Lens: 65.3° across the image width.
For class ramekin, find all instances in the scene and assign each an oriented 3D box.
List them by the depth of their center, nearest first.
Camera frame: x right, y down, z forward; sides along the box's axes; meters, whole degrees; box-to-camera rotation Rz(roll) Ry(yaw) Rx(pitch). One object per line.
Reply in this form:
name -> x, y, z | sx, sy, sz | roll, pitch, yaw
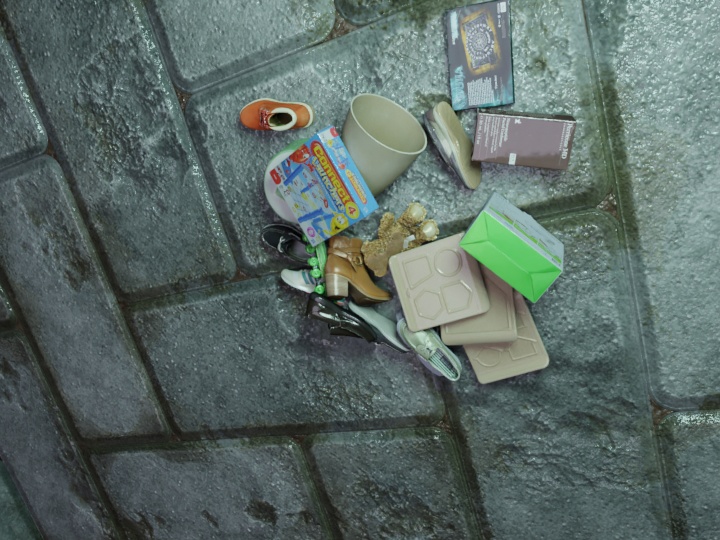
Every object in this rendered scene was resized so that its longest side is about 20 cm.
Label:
ramekin -> -0.139, -0.211, 1.365 | 0.196, 0.098, 0.204 | 8, 112, 19

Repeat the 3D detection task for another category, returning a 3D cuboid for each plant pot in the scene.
plant pot -> 0.020, -0.252, 1.257 | 0.186, 0.188, 0.201 | 39, 132, 3

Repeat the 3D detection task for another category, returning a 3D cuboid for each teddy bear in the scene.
teddy bear -> 0.095, -0.074, 1.353 | 0.143, 0.067, 0.202 | 32, 112, -4

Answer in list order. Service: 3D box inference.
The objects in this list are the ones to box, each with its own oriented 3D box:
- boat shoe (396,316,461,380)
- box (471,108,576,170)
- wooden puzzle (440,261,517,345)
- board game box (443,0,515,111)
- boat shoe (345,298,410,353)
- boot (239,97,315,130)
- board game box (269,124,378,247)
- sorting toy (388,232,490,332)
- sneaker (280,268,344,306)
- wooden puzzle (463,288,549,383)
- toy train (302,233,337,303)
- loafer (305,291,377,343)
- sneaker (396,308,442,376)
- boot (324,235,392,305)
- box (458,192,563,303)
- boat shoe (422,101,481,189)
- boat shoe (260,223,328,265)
boat shoe -> 0.170, 0.185, 1.350 | 0.199, 0.062, 0.072 | 40, 97, -3
box -> 0.332, -0.271, 1.158 | 0.195, 0.075, 0.102 | 7, 114, 9
wooden puzzle -> 0.271, 0.070, 1.321 | 0.182, 0.037, 0.205 | -7, 89, 29
board game box -> 0.247, -0.442, 1.162 | 0.132, 0.028, 0.204 | 0, 110, 22
boat shoe -> 0.041, 0.154, 1.441 | 0.198, 0.074, 0.061 | 35, 115, 8
boot -> -0.217, -0.366, 1.334 | 0.196, 0.107, 0.077 | 4, 113, 22
board game box -> -0.084, -0.179, 1.235 | 0.194, 0.056, 0.202 | -25, 99, 46
sorting toy -> 0.182, 0.029, 1.305 | 0.196, 0.036, 0.189 | -18, 92, 15
sneaker -> -0.114, 0.020, 1.474 | 0.197, 0.070, 0.095 | 23, 91, 22
wooden puzzle -> 0.334, 0.155, 1.353 | 0.183, 0.046, 0.203 | -21, 96, 27
toy train -> -0.099, -0.007, 1.395 | 0.055, 0.042, 0.205 | -12, 94, -13
loafer -> -0.050, 0.127, 1.364 | 0.198, 0.073, 0.072 | 32, 91, -9
sneaker -> 0.168, 0.172, 1.406 | 0.070, 0.073, 0.201 | -33, 96, 31
boot -> 0.000, 0.000, 1.398 | 0.073, 0.197, 0.158 | -19, 64, 48
box -> 0.326, -0.057, 1.195 | 0.199, 0.177, 0.097 | 37, 117, 4
boat shoe -> 0.200, -0.267, 1.230 | 0.064, 0.072, 0.202 | -8, 121, 48
boat shoe -> -0.178, -0.064, 1.459 | 0.197, 0.060, 0.075 | 24, 117, 11
